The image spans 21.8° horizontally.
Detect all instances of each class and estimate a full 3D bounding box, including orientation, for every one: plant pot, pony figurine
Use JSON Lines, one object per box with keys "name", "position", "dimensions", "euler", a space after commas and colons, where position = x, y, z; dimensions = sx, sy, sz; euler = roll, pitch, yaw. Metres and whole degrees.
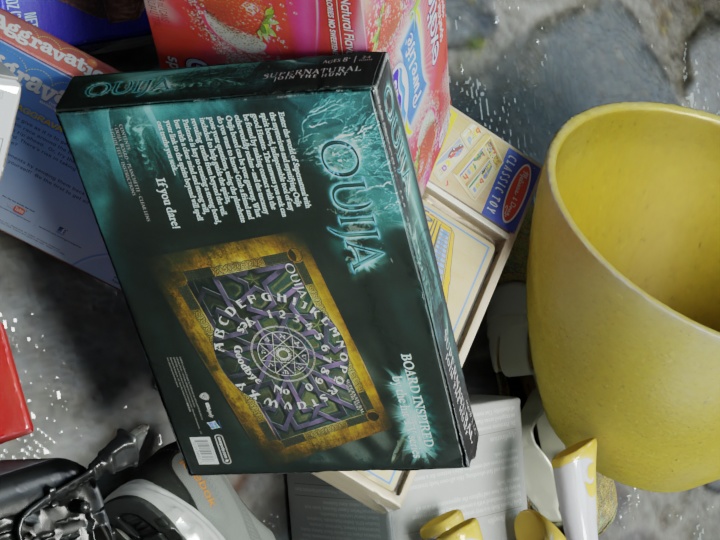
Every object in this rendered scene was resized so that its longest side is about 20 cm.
{"name": "plant pot", "position": [0.164, 0.029, 0.968], "dimensions": [0.199, 0.200, 0.143], "euler": [-20, 143, -43]}
{"name": "pony figurine", "position": [0.092, 0.206, 0.891], "dimensions": [0.192, 0.166, 0.201], "euler": [-25, 90, -46]}

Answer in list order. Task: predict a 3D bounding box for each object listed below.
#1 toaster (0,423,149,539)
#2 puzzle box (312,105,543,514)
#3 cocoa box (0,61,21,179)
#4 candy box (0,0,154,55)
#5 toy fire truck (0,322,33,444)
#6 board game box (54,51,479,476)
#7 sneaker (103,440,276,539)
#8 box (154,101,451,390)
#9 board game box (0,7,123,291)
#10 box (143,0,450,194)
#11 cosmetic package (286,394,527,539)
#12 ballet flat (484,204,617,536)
{"name": "toaster", "position": [-0.178, 0.173, 0.750], "dimensions": [0.199, 0.118, 0.183], "euler": [-16, 99, -43]}
{"name": "puzzle box", "position": [0.000, 0.000, 0.911], "dimensions": [0.132, 0.025, 0.201], "euler": [31, 66, -16]}
{"name": "cocoa box", "position": [-0.219, -0.044, 0.636], "dimensions": [0.132, 0.200, 0.132], "euler": [4, 112, -34]}
{"name": "candy box", "position": [-0.117, -0.188, 0.859], "dimensions": [0.199, 0.077, 0.171], "euler": [-18, 100, -44]}
{"name": "toy fire truck", "position": [-0.233, 0.068, 0.715], "dimensions": [0.198, 0.141, 0.049], "euler": [-17, 86, -4]}
{"name": "board game box", "position": [-0.033, 0.005, 0.779], "dimensions": [0.028, 0.134, 0.201], "euler": [-73, 155, -49]}
{"name": "sneaker", "position": [-0.055, 0.169, 0.903], "dimensions": [0.201, 0.073, 0.079], "euler": [66, 32, -23]}
{"name": "box", "position": [-0.026, -0.021, 0.963], "dimensions": [0.199, 0.040, 0.138], "euler": [-11, 94, -43]}
{"name": "board game box", "position": [-0.101, -0.035, 0.802], "dimensions": [0.199, 0.103, 0.020], "euler": [28, 44, -15]}
{"name": "box", "position": [-0.023, -0.099, 0.797], "dimensions": [0.201, 0.099, 0.096], "euler": [84, 24, -56]}
{"name": "cosmetic package", "position": [0.029, 0.168, 0.975], "dimensions": [0.106, 0.090, 0.202], "euler": [-3, 92, -43]}
{"name": "ballet flat", "position": [0.103, 0.065, 1.060], "dimensions": [0.070, 0.070, 0.202], "euler": [-22, 106, -42]}
